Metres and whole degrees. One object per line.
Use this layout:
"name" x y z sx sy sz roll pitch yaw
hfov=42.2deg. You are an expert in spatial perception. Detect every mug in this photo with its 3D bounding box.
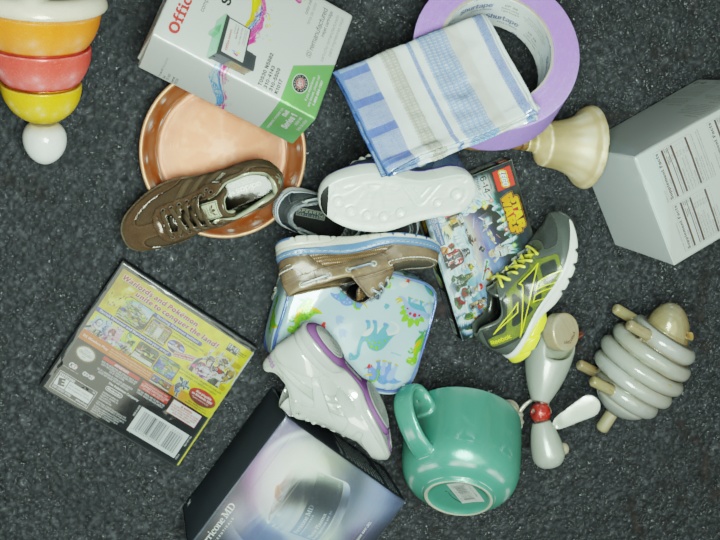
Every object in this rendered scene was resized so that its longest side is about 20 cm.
"mug" 0.112 0.233 1.179 0.182 0.115 0.153 15 139 -7

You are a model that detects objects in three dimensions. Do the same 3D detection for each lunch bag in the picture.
"lunch bag" -0.016 0.064 1.165 0.197 0.082 0.163 14 96 -16

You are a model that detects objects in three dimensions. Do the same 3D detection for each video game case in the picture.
"video game case" -0.258 0.116 1.145 0.199 0.025 0.182 35 91 -17

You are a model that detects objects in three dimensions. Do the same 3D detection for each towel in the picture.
"towel" 0.086 -0.199 1.045 0.198 0.024 0.148 -22 75 -10

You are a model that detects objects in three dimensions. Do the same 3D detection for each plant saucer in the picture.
"plant saucer" -0.164 -0.141 1.115 0.197 0.032 0.204 -3 102 -14

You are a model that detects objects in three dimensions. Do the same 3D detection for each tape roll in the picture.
"tape roll" 0.156 -0.249 1.112 0.197 0.066 0.203 1 75 -5

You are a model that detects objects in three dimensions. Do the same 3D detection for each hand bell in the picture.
"hand bell" 0.196 -0.161 1.154 0.197 0.104 0.106 3 100 -17

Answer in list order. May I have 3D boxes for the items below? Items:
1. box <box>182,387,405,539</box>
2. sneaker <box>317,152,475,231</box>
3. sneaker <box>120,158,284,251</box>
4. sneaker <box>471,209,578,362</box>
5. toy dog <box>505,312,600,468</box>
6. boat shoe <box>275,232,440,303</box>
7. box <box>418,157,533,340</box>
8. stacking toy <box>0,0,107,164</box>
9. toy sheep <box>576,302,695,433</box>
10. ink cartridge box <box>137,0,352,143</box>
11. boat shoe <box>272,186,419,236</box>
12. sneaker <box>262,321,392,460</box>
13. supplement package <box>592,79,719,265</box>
"box" -0.087 0.296 1.173 0.198 0.123 0.201 37 90 -16
"sneaker" 0.027 -0.117 1.111 0.197 0.147 0.082 -6 123 -19
"sneaker" -0.182 -0.078 1.066 0.198 0.076 0.071 -26 106 -8
"sneaker" 0.206 0.016 1.173 0.084 0.074 0.203 19 95 -18
"toy dog" 0.260 0.149 1.233 0.095 0.132 0.203 2 104 -29
"boat shoe" 0.000 0.000 1.082 0.197 0.072 0.074 -3 77 -12
"box" 0.158 -0.028 1.213 0.135 0.040 0.202 -22 105 -10
"stacking toy" -0.352 -0.214 1.023 0.144 0.147 0.202 1 119 -14
"toy sheep" 0.373 0.131 1.255 0.137 0.138 0.201 26 108 -17
"ink cartridge box" -0.129 -0.260 1.048 0.198 0.084 0.147 25 69 -17
"boat shoe" -0.007 -0.059 1.137 0.198 0.068 0.073 11 102 -29
"sneaker" -0.037 0.155 1.117 0.099 0.075 0.201 -33 107 11
"supplement package" 0.420 -0.132 1.199 0.198 0.152 0.152 -29 107 -7
